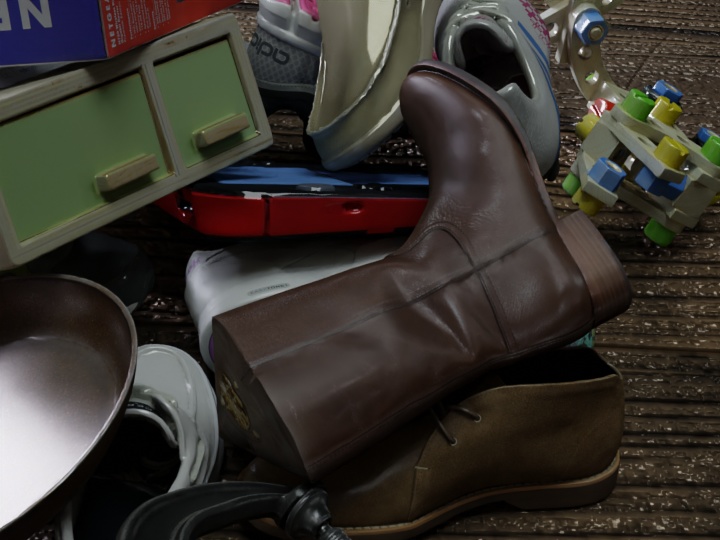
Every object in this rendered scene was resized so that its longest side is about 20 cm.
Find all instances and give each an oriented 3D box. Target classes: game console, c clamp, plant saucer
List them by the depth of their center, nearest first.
[{"bbox_3d":[-0.001,0.153,0.709,0.200,0.027,0.171,42,38,22],"label":"c clamp"},{"bbox_3d":[-0.186,0.077,0.765,0.199,0.032,0.201,-16,36,12],"label":"plant saucer"},{"bbox_3d":[-0.021,-0.045,0.966,0.176,0.031,0.200,-5,10,-15],"label":"game console"}]

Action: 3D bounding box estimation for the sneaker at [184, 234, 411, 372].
[{"bbox_3d":[0.000,0.000,0.929,0.199,0.075,0.100,-7,34,-20],"label":"sneaker"}]

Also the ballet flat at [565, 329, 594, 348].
[{"bbox_3d":[0.022,0.031,0.865,0.199,0.075,0.074,-10,37,-20],"label":"ballet flat"}]

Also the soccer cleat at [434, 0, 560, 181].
[{"bbox_3d":[0.077,-0.131,1.006,0.070,0.087,0.200,-19,41,7],"label":"soccer cleat"}]

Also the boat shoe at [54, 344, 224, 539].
[{"bbox_3d":[-0.105,0.086,0.789,0.072,0.066,0.200,9,33,4],"label":"boat shoe"}]

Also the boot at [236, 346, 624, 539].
[{"bbox_3d":[0.035,0.078,0.820,0.199,0.076,0.074,-8,38,-20],"label":"boot"}]

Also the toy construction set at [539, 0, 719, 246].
[{"bbox_3d":[0.162,-0.096,1.068,0.131,0.092,0.201,18,40,-32],"label":"toy construction set"}]

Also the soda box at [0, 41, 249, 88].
[{"bbox_3d":[-0.155,-0.096,1.059,0.199,0.064,0.068,-19,38,-33],"label":"soda box"}]

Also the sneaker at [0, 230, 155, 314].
[{"bbox_3d":[-0.208,-0.014,0.905,0.199,0.085,0.075,4,35,0],"label":"sneaker"}]

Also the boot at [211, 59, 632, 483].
[{"bbox_3d":[0.000,-0.005,0.816,0.199,0.064,0.187,-26,54,-17],"label":"boot"}]

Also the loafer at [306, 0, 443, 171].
[{"bbox_3d":[0.004,-0.146,0.990,0.068,0.076,0.201,34,54,-24],"label":"loafer"}]

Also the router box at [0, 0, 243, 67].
[{"bbox_3d":[-0.186,-0.148,0.924,0.199,0.049,0.179,-1,17,19],"label":"router box"}]

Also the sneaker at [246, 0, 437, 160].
[{"bbox_3d":[0.004,-0.105,1.086,0.199,0.088,0.074,21,20,-33],"label":"sneaker"}]

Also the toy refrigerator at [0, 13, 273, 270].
[{"bbox_3d":[-0.134,-0.067,0.865,0.070,0.076,0.200,-7,15,38],"label":"toy refrigerator"}]

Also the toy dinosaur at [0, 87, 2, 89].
[{"bbox_3d":[-0.227,-0.078,0.893,0.199,0.048,0.088,1,13,-19],"label":"toy dinosaur"}]
